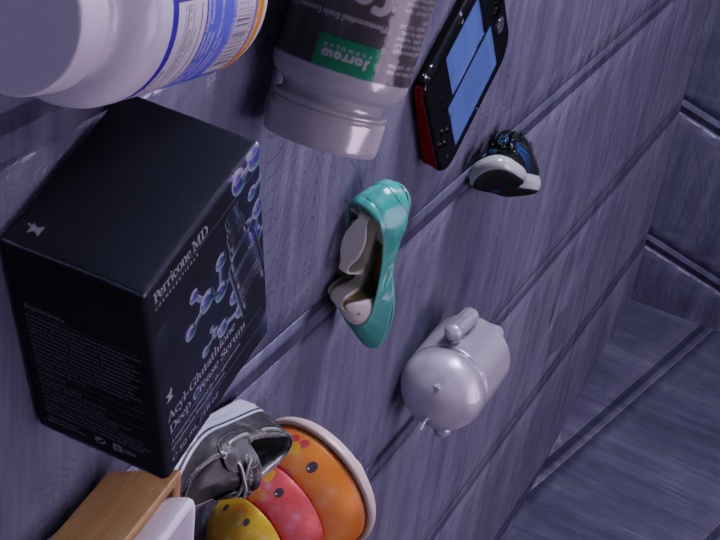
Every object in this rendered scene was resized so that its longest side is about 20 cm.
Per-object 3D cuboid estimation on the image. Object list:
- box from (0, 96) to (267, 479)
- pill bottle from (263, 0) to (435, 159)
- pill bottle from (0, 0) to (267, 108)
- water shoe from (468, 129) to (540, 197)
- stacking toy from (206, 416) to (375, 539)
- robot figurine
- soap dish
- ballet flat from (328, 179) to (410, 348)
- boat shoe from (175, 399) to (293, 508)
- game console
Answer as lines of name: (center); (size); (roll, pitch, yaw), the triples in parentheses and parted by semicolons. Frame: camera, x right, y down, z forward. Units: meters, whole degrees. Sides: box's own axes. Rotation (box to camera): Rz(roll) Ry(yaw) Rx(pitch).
box: (-0.143, 0.012, 1.110); (0.149, 0.107, 0.200); (-57, 160, -36)
pill bottle: (-0.004, -0.196, 1.306); (0.113, 0.113, 0.201); (-20, 128, -70)
pill bottle: (-0.138, -0.150, 0.913); (0.200, 0.112, 0.112); (-32, 140, -64)
water shoe: (0.179, -0.142, 2.122); (0.200, 0.071, 0.079); (16, 67, -73)
stacking toy: (-0.095, 0.247, 1.584); (0.200, 0.146, 0.146); (-37, 148, -36)
robot figurine: (0.122, 0.132, 2.147); (0.200, 0.113, 0.170); (-45, 143, -56)
soap dish: (-0.205, 0.261, 1.264); (0.200, 0.081, 0.158); (-52, 157, -48)
ballet flat: (0.000, 0.000, 1.688); (0.070, 0.067, 0.201); (-20, 134, -38)
boat shoe: (-0.117, 0.166, 1.459); (0.200, 0.071, 0.072); (-38, 146, -61)
game console: (0.112, -0.225, 1.819); (0.177, 0.031, 0.200); (80, 33, -62)
